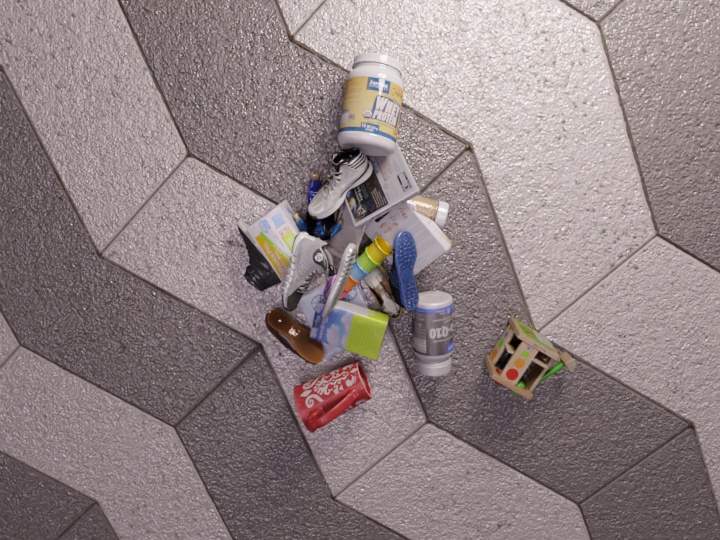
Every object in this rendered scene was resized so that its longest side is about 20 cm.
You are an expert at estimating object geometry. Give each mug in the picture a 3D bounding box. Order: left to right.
[{"bbox_3d":[-0.068,0.360,1.468,0.196,0.180,0.135,-26,132,6],"label":"mug"}]

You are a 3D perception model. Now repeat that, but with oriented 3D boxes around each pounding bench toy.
[{"bbox_3d":[0.453,0.257,1.416,0.196,0.125,0.159,29,105,-3],"label":"pounding bench toy"}]

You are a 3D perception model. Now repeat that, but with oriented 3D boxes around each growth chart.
[{"bbox_3d":[-0.029,-0.123,1.373,0.144,0.017,0.204,38,113,37],"label":"growth chart"}]

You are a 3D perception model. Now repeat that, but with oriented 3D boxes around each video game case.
[{"bbox_3d":[0.034,-0.227,1.316,0.178,0.023,0.204,-27,62,12],"label":"video game case"}]

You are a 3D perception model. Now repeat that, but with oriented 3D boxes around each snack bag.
[{"bbox_3d":[-0.058,0.127,1.477,0.184,0.021,0.204,-23,101,11],"label":"snack bag"}]

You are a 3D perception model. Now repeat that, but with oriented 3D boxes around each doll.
[{"bbox_3d":[-0.108,-0.141,1.365,0.132,0.048,0.207,2,86,-3],"label":"doll"}]

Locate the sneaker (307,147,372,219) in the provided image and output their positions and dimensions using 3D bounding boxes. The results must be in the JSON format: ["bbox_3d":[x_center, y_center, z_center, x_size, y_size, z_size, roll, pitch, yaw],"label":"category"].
[{"bbox_3d":[-0.068,-0.220,1.277,0.200,0.115,0.076,-43,59,3],"label":"sneaker"}]

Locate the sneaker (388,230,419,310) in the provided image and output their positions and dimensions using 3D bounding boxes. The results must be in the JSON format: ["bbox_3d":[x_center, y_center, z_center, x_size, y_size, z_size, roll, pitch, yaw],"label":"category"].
[{"bbox_3d":[0.101,-0.002,1.355,0.068,0.077,0.207,-12,106,-28],"label":"sneaker"}]

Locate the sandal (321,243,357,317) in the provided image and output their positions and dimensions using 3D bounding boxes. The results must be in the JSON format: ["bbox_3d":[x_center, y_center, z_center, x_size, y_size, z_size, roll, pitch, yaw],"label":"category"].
[{"bbox_3d":[-0.063,0.021,1.348,0.049,0.082,0.207,26,104,13],"label":"sandal"}]

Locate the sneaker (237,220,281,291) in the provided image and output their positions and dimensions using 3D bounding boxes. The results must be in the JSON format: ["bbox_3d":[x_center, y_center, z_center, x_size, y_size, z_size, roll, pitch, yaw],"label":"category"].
[{"bbox_3d":[-0.291,-0.031,1.428,0.098,0.071,0.202,-34,104,7],"label":"sneaker"}]

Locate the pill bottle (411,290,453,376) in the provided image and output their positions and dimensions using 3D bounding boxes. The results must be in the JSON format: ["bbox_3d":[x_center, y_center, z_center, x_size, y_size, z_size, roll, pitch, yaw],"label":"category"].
[{"bbox_3d":[0.193,0.169,1.419,0.110,0.114,0.207,-3,105,5],"label":"pill bottle"}]

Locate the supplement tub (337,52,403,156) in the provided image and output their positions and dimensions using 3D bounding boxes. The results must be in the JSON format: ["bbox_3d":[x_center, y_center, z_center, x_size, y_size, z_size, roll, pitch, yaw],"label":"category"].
[{"bbox_3d":[0.027,-0.389,1.259,0.140,0.145,0.207,9,91,2],"label":"supplement tub"}]

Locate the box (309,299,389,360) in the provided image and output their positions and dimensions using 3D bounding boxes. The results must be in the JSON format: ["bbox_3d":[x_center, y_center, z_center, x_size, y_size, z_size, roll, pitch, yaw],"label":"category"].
[{"bbox_3d":[-0.031,0.154,1.433,0.194,0.048,0.125,17,116,4],"label":"box"}]

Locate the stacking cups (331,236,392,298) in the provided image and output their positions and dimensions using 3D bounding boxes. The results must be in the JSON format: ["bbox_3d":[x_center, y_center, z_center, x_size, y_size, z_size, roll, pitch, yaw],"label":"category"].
[{"bbox_3d":[0.000,0.000,1.390,0.060,0.061,0.200,40,119,-6],"label":"stacking cups"}]

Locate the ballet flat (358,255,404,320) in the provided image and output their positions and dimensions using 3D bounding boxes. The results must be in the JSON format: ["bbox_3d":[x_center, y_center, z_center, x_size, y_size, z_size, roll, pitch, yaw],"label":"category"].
[{"bbox_3d":[0.055,0.048,1.424,0.070,0.071,0.203,-31,100,12],"label":"ballet flat"}]

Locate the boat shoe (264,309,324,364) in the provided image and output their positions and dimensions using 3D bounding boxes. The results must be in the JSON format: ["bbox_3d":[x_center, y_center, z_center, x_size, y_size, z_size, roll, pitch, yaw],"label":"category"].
[{"bbox_3d":[-0.186,0.187,1.484,0.200,0.070,0.071,44,60,-3],"label":"boat shoe"}]

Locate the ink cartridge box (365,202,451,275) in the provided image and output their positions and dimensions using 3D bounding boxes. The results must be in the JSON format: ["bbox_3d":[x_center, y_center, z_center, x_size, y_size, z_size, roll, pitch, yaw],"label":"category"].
[{"bbox_3d":[0.112,-0.093,1.366,0.201,0.050,0.161,50,128,-5],"label":"ink cartridge box"}]

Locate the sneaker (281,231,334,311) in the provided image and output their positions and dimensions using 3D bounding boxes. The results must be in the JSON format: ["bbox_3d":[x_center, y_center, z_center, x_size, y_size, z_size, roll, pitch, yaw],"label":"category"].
[{"bbox_3d":[-0.124,0.017,1.311,0.112,0.075,0.206,16,104,12],"label":"sneaker"}]

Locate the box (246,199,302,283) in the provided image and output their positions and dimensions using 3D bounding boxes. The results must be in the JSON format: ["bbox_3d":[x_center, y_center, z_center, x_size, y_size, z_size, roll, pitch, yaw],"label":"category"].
[{"bbox_3d":[-0.191,-0.064,1.396,0.111,0.102,0.203,-32,100,12],"label":"box"}]

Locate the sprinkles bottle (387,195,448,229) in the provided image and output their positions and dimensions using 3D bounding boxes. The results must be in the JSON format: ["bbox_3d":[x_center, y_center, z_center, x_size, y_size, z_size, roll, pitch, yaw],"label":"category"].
[{"bbox_3d":[0.125,-0.164,1.362,0.194,0.068,0.070,15,106,1],"label":"sprinkles bottle"}]
